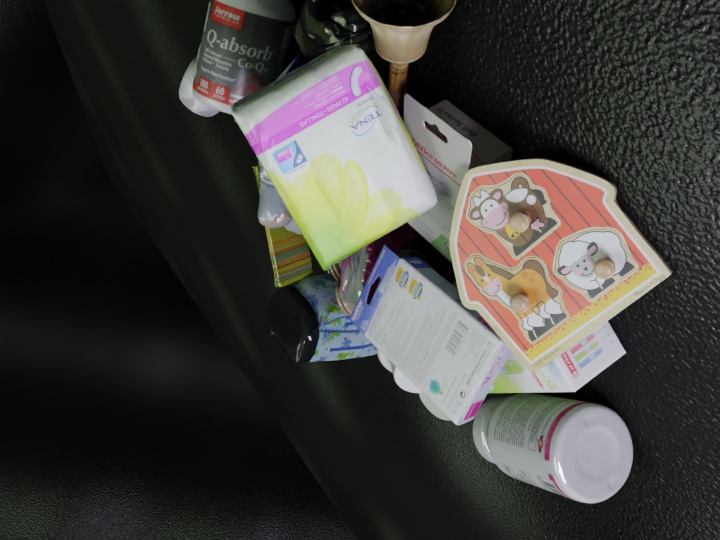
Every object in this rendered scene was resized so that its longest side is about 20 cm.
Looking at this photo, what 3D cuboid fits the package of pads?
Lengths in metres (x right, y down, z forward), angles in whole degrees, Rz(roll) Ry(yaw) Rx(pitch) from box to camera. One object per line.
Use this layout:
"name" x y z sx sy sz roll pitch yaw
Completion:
"package of pads" -0.023 -0.123 0.787 0.200 0.154 0.068 61 179 -22

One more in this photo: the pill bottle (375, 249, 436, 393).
"pill bottle" 0.069 0.068 1.010 0.200 0.109 0.109 -101 -2 -52

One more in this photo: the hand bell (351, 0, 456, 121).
"hand bell" 0.041 -0.217 0.802 0.104 0.104 0.200 49 158 26

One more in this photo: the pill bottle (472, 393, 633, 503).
"pill bottle" 0.232 0.214 0.927 0.113 0.113 0.200 62 159 -8

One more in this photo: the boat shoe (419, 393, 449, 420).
"boat shoe" 0.122 0.161 1.216 0.200 0.073 0.062 62 -156 -24

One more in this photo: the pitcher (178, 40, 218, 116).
"pitcher" -0.200 -0.350 1.173 0.121 0.172 0.200 21 162 -32

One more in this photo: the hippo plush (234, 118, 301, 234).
"hippo plush" -0.067 -0.154 1.134 0.161 0.159 0.200 0 105 40

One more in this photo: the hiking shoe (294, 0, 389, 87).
"hiking shoe" -0.012 -0.265 0.895 0.200 0.076 0.101 50 156 15

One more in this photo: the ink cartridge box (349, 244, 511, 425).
"ink cartridge box" 0.079 0.069 0.865 0.200 0.042 0.119 40 119 32

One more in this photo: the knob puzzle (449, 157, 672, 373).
"knob puzzle" 0.166 -0.021 0.723 0.219 0.030 0.220 9 109 29

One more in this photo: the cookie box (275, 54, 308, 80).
"cookie box" -0.049 -0.167 0.920 0.171 0.075 0.200 44 -161 -17

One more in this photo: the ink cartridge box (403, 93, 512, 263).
"ink cartridge box" 0.108 -0.110 0.841 0.117 0.067 0.200 46 157 32

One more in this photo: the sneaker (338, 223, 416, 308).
"sneaker" 0.013 -0.033 1.000 0.081 0.200 0.088 36 145 -29

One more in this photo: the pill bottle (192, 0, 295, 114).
"pill bottle" -0.154 -0.320 0.999 0.116 0.116 0.200 40 121 42

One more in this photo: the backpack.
"backpack" -0.032 0.079 1.232 0.154 0.200 0.163 -63 34 17

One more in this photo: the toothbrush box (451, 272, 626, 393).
"toothbrush box" 0.187 0.061 0.866 0.146 0.086 0.200 60 158 -2

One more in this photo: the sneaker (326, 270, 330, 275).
"sneaker" -0.044 0.033 1.318 0.076 0.115 0.201 48 156 29

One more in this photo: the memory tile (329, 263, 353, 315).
"memory tile" 0.000 0.000 1.113 0.200 0.017 0.154 17 -122 -66

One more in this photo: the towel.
"towel" -0.125 -0.079 1.204 0.018 0.086 0.200 0 105 39
